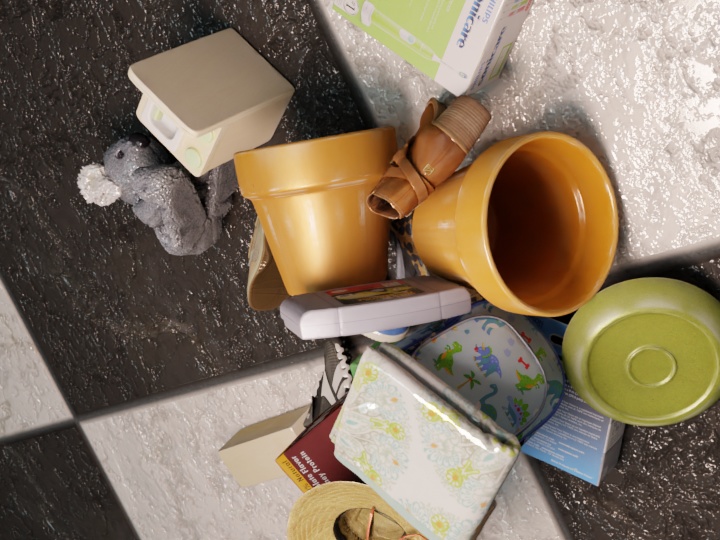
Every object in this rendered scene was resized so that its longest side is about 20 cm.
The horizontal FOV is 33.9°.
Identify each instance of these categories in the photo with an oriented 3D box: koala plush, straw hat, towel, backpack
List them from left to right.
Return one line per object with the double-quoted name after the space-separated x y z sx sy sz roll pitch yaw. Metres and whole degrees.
-0.296 -0.128 1.704 0.199 0.177 0.184 23 137 24 "koala plush"
0.020 0.308 1.417 0.200 0.085 0.202 9 120 16 "straw hat"
0.062 0.191 1.279 0.200 0.048 0.172 36 132 19 "towel"
0.133 0.132 1.360 0.183 0.200 0.147 55 155 3 "backpack"

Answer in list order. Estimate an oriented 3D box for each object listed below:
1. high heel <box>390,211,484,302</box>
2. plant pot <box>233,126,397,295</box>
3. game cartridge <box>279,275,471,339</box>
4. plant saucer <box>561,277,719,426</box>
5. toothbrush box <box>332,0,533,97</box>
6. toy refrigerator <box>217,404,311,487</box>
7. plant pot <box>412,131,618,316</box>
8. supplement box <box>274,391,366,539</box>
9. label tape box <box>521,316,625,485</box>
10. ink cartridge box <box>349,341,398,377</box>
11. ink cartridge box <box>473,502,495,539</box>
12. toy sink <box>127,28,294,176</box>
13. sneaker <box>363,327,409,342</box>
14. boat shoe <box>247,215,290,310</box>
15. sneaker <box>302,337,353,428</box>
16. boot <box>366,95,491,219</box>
0.112 -0.017 1.482 0.200 0.071 0.143 28 135 37 "high heel"
-0.042 -0.070 1.460 0.200 0.200 0.184 -5 98 41 "plant pot"
0.017 0.041 1.344 0.133 0.199 0.041 -147 50 -71 "game cartridge"
0.328 0.102 1.336 0.199 0.031 0.201 4 120 7 "plant saucer"
0.084 -0.314 1.334 0.200 0.086 0.146 38 133 19 "toothbrush box"
-0.130 0.276 1.856 0.200 0.070 0.076 -25 103 46 "toy refrigerator"
0.160 -0.050 1.357 0.183 0.200 0.201 0 114 56 "plant pot"
0.040 0.237 1.507 0.197 0.133 0.200 48 127 1 "supplement box"
0.258 0.146 1.459 0.143 0.066 0.201 22 121 30 "label tape box"
0.101 0.175 1.591 0.199 0.084 0.146 -1 113 40 "ink cartridge box"
0.075 0.345 1.716 0.200 0.075 0.165 37 133 20 "ink cartridge box"
-0.209 -0.214 1.556 0.130 0.200 0.112 44 133 11 "toy sink"
-0.001 0.001 1.585 0.200 0.077 0.111 48 144 18 "sneaker"
-0.127 -0.027 1.693 0.065 0.072 0.200 -112 25 -43 "boat shoe"
-0.042 0.187 1.670 0.067 0.090 0.201 67 -170 -69 "sneaker"
0.065 -0.124 1.363 0.074 0.155 0.200 41 174 -3 "boot"
